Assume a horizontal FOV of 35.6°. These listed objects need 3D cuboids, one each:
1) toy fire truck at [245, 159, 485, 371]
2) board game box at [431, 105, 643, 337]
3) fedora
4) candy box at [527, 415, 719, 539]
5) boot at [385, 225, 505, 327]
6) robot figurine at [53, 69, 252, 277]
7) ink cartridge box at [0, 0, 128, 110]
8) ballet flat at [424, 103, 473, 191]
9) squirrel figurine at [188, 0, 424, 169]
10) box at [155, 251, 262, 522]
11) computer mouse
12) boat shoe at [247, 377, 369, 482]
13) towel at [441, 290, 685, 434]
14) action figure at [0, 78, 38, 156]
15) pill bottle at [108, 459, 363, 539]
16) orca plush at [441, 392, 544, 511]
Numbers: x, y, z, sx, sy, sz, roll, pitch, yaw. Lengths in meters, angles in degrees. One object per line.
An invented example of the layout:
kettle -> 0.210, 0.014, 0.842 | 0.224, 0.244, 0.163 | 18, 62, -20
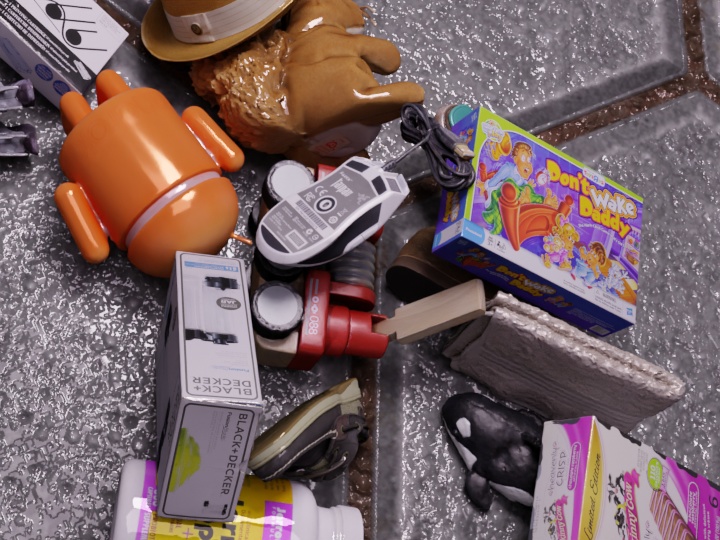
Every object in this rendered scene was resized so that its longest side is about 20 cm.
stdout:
toy fire truck -> 0.000, 0.000, 1.003 | 0.197, 0.129, 0.178 | 10, 67, -13
board game box -> 0.164, -0.042, 1.007 | 0.198, 0.045, 0.136 | 25, 59, -24
fedora -> -0.134, -0.281, 1.042 | 0.201, 0.199, 0.082 | -55, 134, -25
candy box -> 0.236, 0.226, 0.981 | 0.199, 0.061, 0.138 | 28, 62, -32
boot -> 0.125, 0.028, 1.066 | 0.199, 0.074, 0.076 | 34, 54, 1
robot figurine -> -0.187, -0.077, 0.988 | 0.201, 0.117, 0.144 | 51, 32, 7
ink cartridge box -> -0.314, -0.247, 1.008 | 0.200, 0.044, 0.095 | 42, 48, -20
ballet flat -> 0.118, -0.059, 1.055 | 0.068, 0.067, 0.202 | -20, 83, -41
squirrel figurine -> -0.059, -0.199, 1.063 | 0.198, 0.142, 0.189 | -3, 64, -20
box -> -0.125, 0.086, 0.889 | 0.059, 0.118, 0.201 | 8, 31, -16
computer mouse -> 0.001, -0.061, 0.948 | 0.199, 0.044, 0.110 | -34, 50, -13
boat shoe -> -0.032, 0.140, 0.922 | 0.071, 0.201, 0.066 | -32, 87, 17
towel -> 0.180, 0.093, 1.018 | 0.198, 0.133, 0.035 | 24, 61, -5
action figure -> -0.380, -0.126, 0.958 | 0.198, 0.069, 0.132 | -9, 116, -20
pill bottle -> -0.101, 0.216, 0.905 | 0.197, 0.104, 0.106 | 10, 67, -12
orca plush -> 0.156, 0.185, 1.009 | 0.104, 0.071, 0.201 | -26, 79, -23
